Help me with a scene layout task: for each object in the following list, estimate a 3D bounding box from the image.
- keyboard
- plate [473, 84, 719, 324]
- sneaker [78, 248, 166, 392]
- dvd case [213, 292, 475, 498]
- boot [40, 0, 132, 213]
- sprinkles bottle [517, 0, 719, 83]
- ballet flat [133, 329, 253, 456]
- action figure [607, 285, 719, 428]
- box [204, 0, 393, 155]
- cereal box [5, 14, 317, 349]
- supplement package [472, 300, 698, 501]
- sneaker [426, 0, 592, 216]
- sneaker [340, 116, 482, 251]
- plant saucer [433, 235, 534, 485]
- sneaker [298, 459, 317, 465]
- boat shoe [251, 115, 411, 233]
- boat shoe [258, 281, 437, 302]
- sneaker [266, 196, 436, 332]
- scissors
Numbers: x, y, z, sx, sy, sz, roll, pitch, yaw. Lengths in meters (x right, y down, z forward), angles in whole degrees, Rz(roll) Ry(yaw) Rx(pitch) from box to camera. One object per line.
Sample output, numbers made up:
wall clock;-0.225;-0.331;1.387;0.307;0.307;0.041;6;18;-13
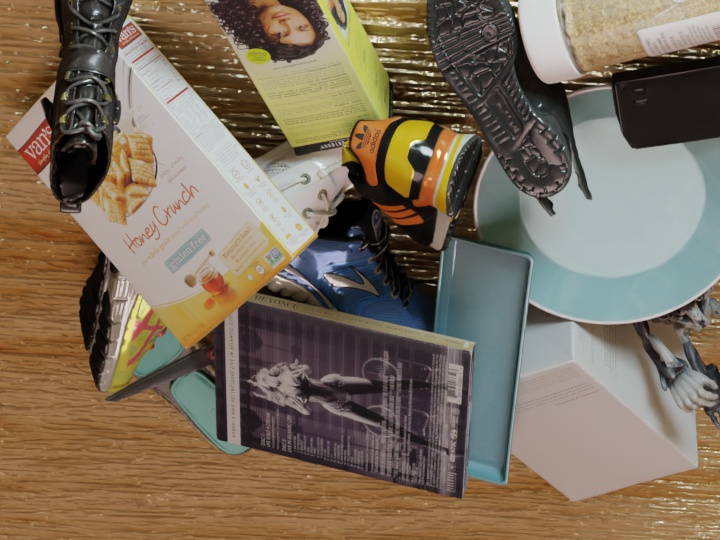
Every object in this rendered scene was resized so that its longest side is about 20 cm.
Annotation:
keyboard;0.268;-0.139;1.629;0.199;0.021;0.127;-9;142;6
plate;0.180;-0.050;1.728;0.199;0.026;0.201;2;124;2
sneaker;-0.155;0.017;1.819;0.090;0.078;0.201;0;133;-24
dvd case;-0.014;0.091;1.797;0.199;0.016;0.149;12;131;13
boot;-0.162;-0.150;1.493;0.069;0.175;0.200;5;147;-6
sprinkles bottle;0.203;-0.174;1.542;0.199;0.069;0.068;-13;145;20
ballet flat;-0.150;0.067;1.925;0.068;0.063;0.200;-32;115;13
action figure;0.267;0.044;1.839;0.119;0.102;0.200;-43;140;2
box;-0.041;-0.155;1.597;0.075;0.050;0.200;-10;146;17
cereal box;-0.139;-0.058;1.660;0.200;0.040;0.144;48;134;-2
supplement package;0.164;0.078;1.885;0.119;0.122;0.200;-19;141;29
sneaker;0.101;-0.120;1.622;0.060;0.104;0.201;-24;104;13
sneaker;0.031;-0.069;1.646;0.090;0.070;0.200;21;172;3
plant saucer;0.087;0.065;1.775;0.070;0.019;0.201;14;121;16
sneaker;-0.012;0.126;1.902;0.085;0.079;0.200;-2;171;-27
boat shoe;-0.045;-0.052;1.714;0.199;0.070;0.071;-19;159;14
boat shoe;-0.013;0.040;1.885;0.199;0.063;0.073;6;147;-8
sneaker;0.000;0.000;1.788;0.199;0.079;0.089;32;118;-16
scissors;-0.101;0.051;1.840;0.199;0.014;0.074;-9;106;-6
